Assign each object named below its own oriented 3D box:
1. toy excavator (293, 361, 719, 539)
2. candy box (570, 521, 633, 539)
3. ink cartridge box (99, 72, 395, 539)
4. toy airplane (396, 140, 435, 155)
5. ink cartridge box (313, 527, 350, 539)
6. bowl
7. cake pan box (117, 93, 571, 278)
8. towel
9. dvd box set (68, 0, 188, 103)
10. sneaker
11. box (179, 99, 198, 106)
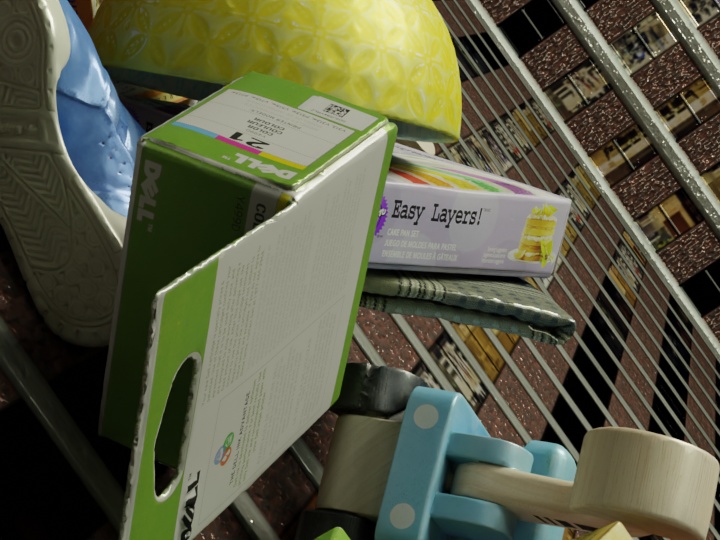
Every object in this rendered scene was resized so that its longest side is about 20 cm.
[{"bbox_3d":[0.070,0.105,0.876,0.195,0.200,0.100,57,44,-62],"label":"toy excavator"},{"bbox_3d":[0.074,0.190,0.823,0.056,0.200,0.117,-35,88,-32],"label":"candy box"},{"bbox_3d":[-0.070,0.021,0.783,0.076,0.148,0.200,22,29,18],"label":"ink cartridge box"},{"bbox_3d":[-0.025,-0.179,1.369,0.199,0.141,0.200,49,0,22],"label":"toy airplane"},{"bbox_3d":[0.006,0.220,0.744,0.200,0.076,0.148,57,13,-5],"label":"ink cartridge box"},{"bbox_3d":[-0.037,-0.137,0.984,0.200,0.108,0.200,11,0,0],"label":"bowl"},{"bbox_3d":[-0.017,-0.046,1.036,0.184,0.052,0.200,6,11,-46],"label":"cake pan box"},{"bbox_3d":[0.000,0.000,1.045,0.200,0.035,0.193,12,10,-14],"label":"towel"},{"bbox_3d":[-0.117,-0.192,1.063,0.146,0.029,0.200,-30,123,-51],"label":"dvd box set"},{"bbox_3d":[-0.133,-0.063,0.906,0.200,0.077,0.111,65,19,5],"label":"sneaker"},{"bbox_3d":[-0.080,-0.070,1.219,0.119,0.041,0.200,51,16,-15],"label":"box"}]
